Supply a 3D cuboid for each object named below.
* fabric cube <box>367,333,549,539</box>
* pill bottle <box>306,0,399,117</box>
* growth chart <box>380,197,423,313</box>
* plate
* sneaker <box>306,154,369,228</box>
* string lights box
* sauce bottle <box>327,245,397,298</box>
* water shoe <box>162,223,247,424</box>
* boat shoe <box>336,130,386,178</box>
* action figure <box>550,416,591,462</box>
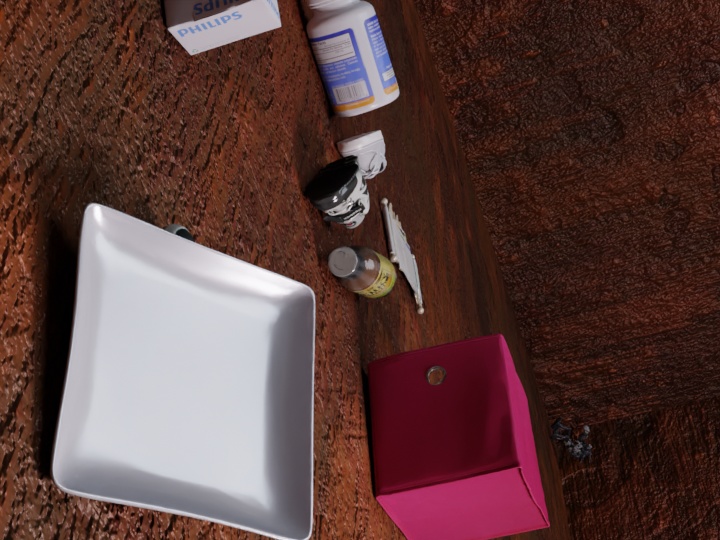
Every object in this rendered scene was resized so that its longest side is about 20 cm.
[{"bbox_3d":[0.129,0.235,1.470,0.200,0.195,0.200,62,20,-50],"label":"fabric cube"},{"bbox_3d":[-0.019,-0.350,1.692,0.112,0.111,0.201,-71,144,-69],"label":"pill bottle"},{"bbox_3d":[0.077,-0.030,1.966,0.200,0.018,0.145,59,20,-53],"label":"growth chart"},{"bbox_3d":[-0.116,0.075,0.744,0.199,0.032,0.201,23,53,-36],"label":"plate"},{"bbox_3d":[-0.019,-0.096,1.475,0.200,0.074,0.089,-61,133,-72],"label":"sneaker"},{"bbox_3d":[-0.149,-0.330,1.096,0.059,0.102,0.201,46,32,-67],"label":"string lights box"},{"bbox_3d":[0.000,0.000,1.479,0.200,0.064,0.065,20,56,-73],"label":"sauce bottle"},{"bbox_3d":[-0.116,0.052,0.849,0.072,0.078,0.201,52,26,-62],"label":"water shoe"},{"bbox_3d":[0.008,-0.180,1.736,0.200,0.072,0.069,-47,121,-86],"label":"boat shoe"},{"bbox_3d":[0.813,0.645,4.113,0.200,0.102,0.119,35,48,-10],"label":"action figure"}]
